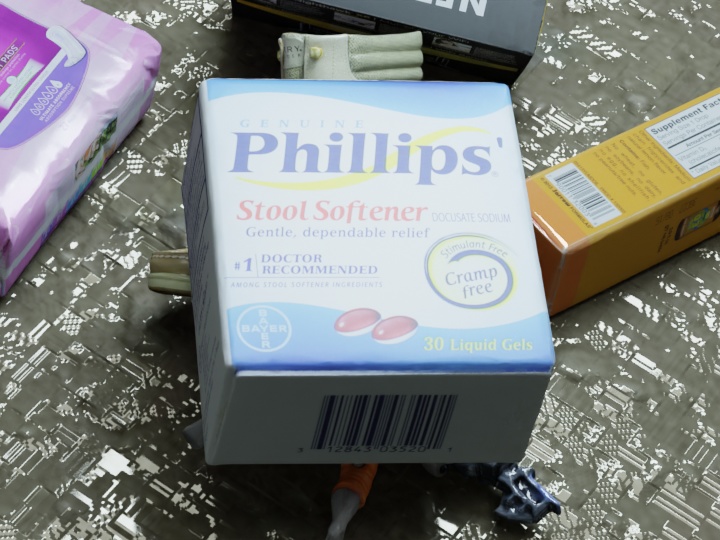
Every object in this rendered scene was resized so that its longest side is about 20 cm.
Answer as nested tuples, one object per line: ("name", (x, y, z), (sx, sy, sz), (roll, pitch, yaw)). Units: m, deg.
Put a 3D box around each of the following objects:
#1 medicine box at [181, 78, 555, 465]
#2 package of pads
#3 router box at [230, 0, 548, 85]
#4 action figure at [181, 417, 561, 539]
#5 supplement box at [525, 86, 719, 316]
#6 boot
("medicine box", (0.000, 0.000, 1.509), (0.181, 0.103, 0.201), (0, 55, -11))
("package of pads", (-0.220, -0.086, 1.665), (0.120, 0.076, 0.200), (26, 51, 8))
("router box", (0.016, -0.175, 1.740), (0.199, 0.157, 0.053), (14, 87, -2))
("action figure", (0.025, 0.081, 1.569), (0.200, 0.105, 0.193), (35, 63, 20))
("supplement box", (0.179, -0.047, 1.729), (0.199, 0.067, 0.069), (-23, 56, -28))
("boot", (-0.043, -0.065, 1.636), (0.199, 0.156, 0.072), (-10, 10, -26))
